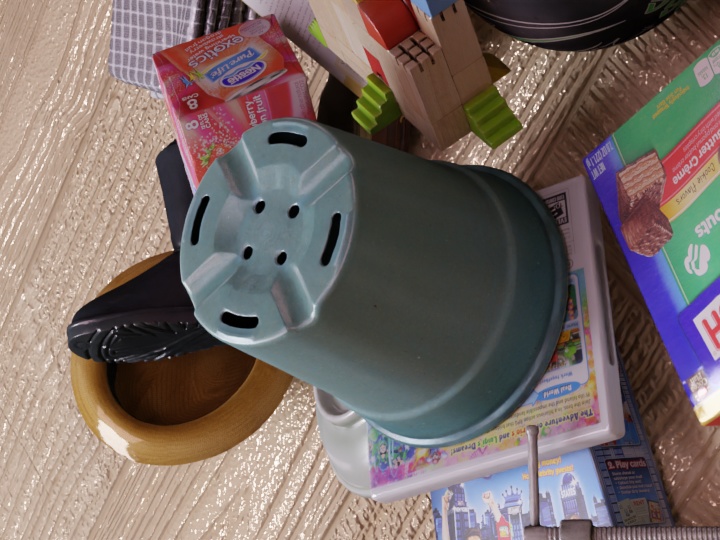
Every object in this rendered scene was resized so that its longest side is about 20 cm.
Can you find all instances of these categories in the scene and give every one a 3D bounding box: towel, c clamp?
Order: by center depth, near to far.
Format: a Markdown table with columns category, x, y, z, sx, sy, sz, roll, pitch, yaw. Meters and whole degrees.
| category | x | y | z | sx | sy | sz | roll | pitch | yaw |
| --- | --- | --- | --- | --- | --- | --- | --- | --- | --- |
| c clamp | 0.196 | 0.191 | 1.237 | 0.199 | 0.027 | 0.172 | 4 | 89 | 12 |
| towel | -0.147 | -0.240 | 1.677 | 0.165 | 0.085 | 0.201 | 16 | 103 | 50 |

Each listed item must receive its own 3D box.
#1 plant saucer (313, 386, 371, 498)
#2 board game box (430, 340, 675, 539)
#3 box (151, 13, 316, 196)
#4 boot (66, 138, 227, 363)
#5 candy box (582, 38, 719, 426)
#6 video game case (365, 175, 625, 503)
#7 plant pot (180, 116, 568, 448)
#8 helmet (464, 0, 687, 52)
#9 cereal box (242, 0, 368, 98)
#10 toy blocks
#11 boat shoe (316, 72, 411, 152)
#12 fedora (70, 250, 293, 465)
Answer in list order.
| category | x | y | z | sx | sy | sz | roll | pitch | yaw |
| --- | --- | --- | --- | --- | --- | --- | --- | --- | --- |
| plant saucer | 0.011 | 0.067 | 1.470 | 0.200 | 0.050 | 0.201 | -40 | 41 | 47 |
| board game box | 0.132 | 0.148 | 1.364 | 0.200 | 0.061 | 0.201 | -18 | 74 | 51 |
| box | -0.078 | -0.075 | 1.469 | 0.096 | 0.099 | 0.201 | -116 | 9 | -49 |
| boot | -0.149 | -0.021 | 1.599 | 0.077 | 0.199 | 0.169 | 100 | 159 | -64 |
| candy box | 0.246 | -0.029 | 1.214 | 0.169 | 0.077 | 0.201 | -43 | 60 | 41 |
| video game case | 0.083 | 0.049 | 1.344 | 0.199 | 0.024 | 0.183 | -20 | 63 | 34 |
| plant pot | 0.000 | 0.000 | 1.284 | 0.200 | 0.196 | 0.201 | -14 | 67 | 36 |
| helmet | 0.132 | -0.239 | 1.266 | 0.190 | 0.200 | 0.201 | -29 | 68 | 35 |
| cereal box | -0.016 | -0.228 | 1.430 | 0.200 | 0.039 | 0.144 | 42 | 125 | 27 |
| toy blocks | 0.015 | -0.174 | 1.279 | 0.200 | 0.100 | 0.137 | 46 | 167 | 43 |
| boat shoe | 0.017 | -0.165 | 1.495 | 0.072 | 0.067 | 0.201 | 31 | 117 | 53 |
| fedora | -0.142 | 0.081 | 1.639 | 0.082 | 0.200 | 0.201 | 82 | 164 | -62 |
